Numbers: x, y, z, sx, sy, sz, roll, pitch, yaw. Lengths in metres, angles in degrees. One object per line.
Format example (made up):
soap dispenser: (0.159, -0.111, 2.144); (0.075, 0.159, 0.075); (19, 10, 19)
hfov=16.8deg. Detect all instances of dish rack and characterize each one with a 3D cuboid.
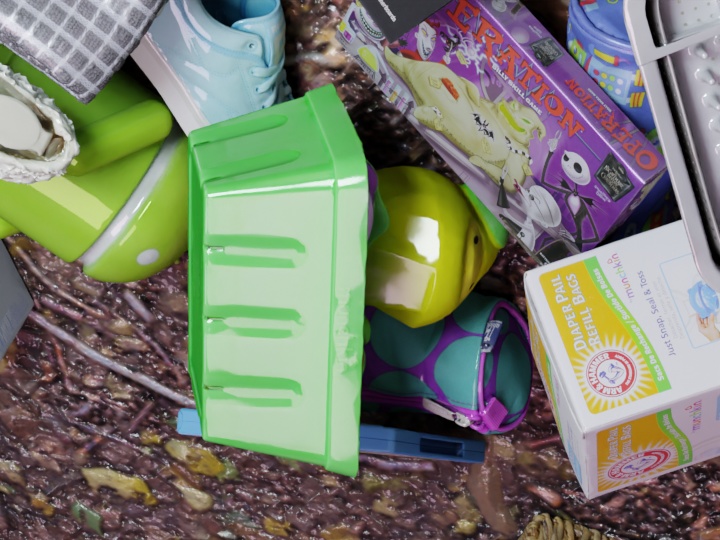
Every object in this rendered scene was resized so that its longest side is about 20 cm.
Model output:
dish rack: (0.231, -0.099, 1.277); (0.171, 0.044, 0.201); (-20, 111, -3)

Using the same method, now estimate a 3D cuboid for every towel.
towel: (-0.178, -0.210, 1.319); (0.200, 0.166, 0.086); (36, 179, -9)

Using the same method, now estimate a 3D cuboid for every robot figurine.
robot figurine: (-0.175, -0.072, 1.485); (0.200, 0.116, 0.175); (35, 151, -14)

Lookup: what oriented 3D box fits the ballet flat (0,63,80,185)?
ballet flat: (-0.231, -0.108, 1.321); (0.200, 0.072, 0.072); (30, 139, -31)

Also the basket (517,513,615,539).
basket: (0.140, 0.295, 1.648); (0.142, 0.200, 0.149); (21, 134, 0)

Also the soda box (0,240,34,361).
soda box: (-0.292, -0.029, 1.614); (0.068, 0.064, 0.201); (-1, 131, 24)

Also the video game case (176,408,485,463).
video game case: (-0.014, 0.107, 1.570); (0.142, 0.018, 0.200); (3, 175, 19)

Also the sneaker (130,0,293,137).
sneaker: (-0.069, -0.119, 1.429); (0.082, 0.074, 0.200); (-22, 126, 31)

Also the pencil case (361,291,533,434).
pencil case: (0.005, 0.055, 1.550); (0.199, 0.093, 0.085); (3, 139, 22)

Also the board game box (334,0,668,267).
board game box: (0.074, -0.096, 1.352); (0.200, 0.032, 0.120); (48, 142, 11)

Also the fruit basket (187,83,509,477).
fruit basket: (0.000, 0.000, 1.423); (0.214, 0.156, 0.217); (-4, 116, -8)

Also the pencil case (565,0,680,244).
pencil case: (0.150, -0.075, 1.373); (0.086, 0.078, 0.201); (-17, 138, -19)

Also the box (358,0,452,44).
box: (0.021, -0.240, 1.234); (0.157, 0.050, 0.200); (-34, 117, 4)

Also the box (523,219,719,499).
box: (0.200, 0.035, 1.360); (0.199, 0.102, 0.113); (-18, 154, -3)
